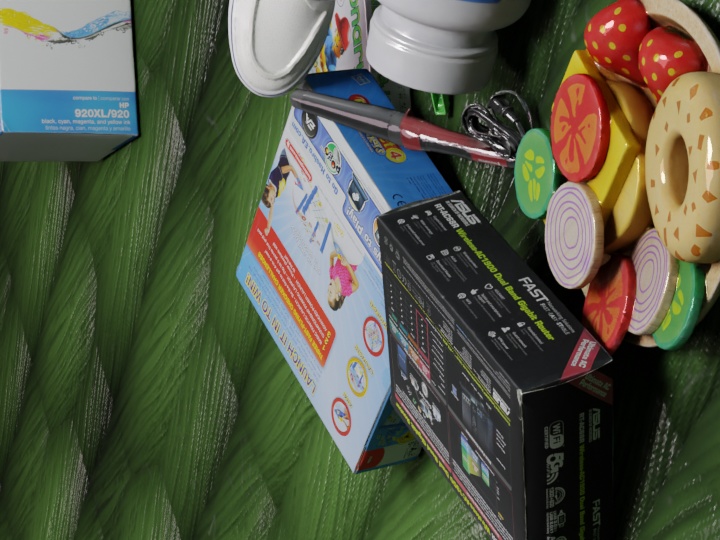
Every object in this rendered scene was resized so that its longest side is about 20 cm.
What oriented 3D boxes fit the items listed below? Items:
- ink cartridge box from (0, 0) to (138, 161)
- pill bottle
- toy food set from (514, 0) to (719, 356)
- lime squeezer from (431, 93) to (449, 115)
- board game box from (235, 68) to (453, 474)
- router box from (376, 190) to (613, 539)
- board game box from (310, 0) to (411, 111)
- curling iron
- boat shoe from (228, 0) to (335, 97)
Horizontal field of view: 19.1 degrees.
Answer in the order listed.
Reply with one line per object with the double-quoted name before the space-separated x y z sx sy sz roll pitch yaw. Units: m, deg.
"ink cartridge box" -0.313 -0.220 2.141 0.147 0.143 0.202 161 107 -65
"pill bottle" 0.060 -0.215 1.310 0.112 0.111 0.202 -125 41 -52
"toy food set" 0.152 -0.051 1.182 0.201 0.048 0.199 -114 32 -41
"lime squeezer" 0.021 -0.194 1.401 0.038 0.200 0.071 16 63 38
"board game box" 0.000 0.000 1.485 0.201 0.055 0.197 58 143 33
"router box" 0.080 0.068 1.279 0.200 0.062 0.151 -127 27 -49
"board game box" -0.010 -0.196 1.571 0.126 0.034 0.202 156 111 -64
"curling iron" 0.034 -0.100 1.389 0.199 0.025 0.050 12 114 40
"boat shoe" -0.037 -0.206 1.404 0.070 0.070 0.202 -105 34 -72
